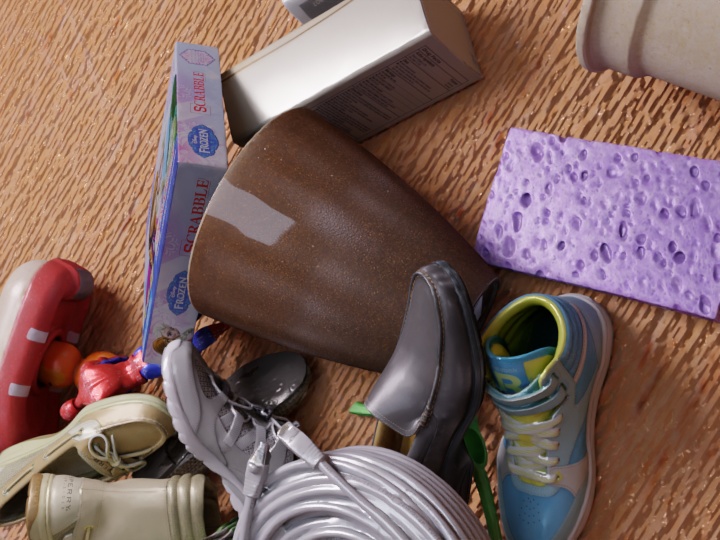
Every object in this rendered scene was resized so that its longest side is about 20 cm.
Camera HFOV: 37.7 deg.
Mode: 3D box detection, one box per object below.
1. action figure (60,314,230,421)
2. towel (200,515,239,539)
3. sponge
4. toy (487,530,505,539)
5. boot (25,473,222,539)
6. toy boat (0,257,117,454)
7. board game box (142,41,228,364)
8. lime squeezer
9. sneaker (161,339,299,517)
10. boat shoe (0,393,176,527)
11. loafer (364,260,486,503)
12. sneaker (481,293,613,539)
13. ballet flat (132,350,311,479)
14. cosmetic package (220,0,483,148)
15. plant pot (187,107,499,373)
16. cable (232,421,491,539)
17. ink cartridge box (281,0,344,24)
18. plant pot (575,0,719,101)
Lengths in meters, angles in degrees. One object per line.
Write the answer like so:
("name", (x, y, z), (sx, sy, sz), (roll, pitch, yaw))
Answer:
("action figure", (-0.180, 0.091, 0.979), (0.199, 0.099, 0.065), (-30, 60, -2))
("towel", (-0.146, 0.273, 0.833), (0.023, 0.200, 0.153), (31, 97, 12))
("sponge", (0.189, -0.038, 0.794), (0.199, 0.030, 0.112), (15, 87, 33))
("toy", (0.034, 0.225, 0.798), (0.199, 0.115, 0.047), (16, 120, 35))
("boot", (-0.199, 0.236, 0.927), (0.155, 0.200, 0.073), (-2, 50, -5))
("toy boat", (-0.287, 0.094, 1.018), (0.130, 0.131, 0.201), (17, 88, 4))
("board game box", (-0.152, -0.059, 0.896), (0.200, 0.041, 0.201), (-103, 25, -52))
("lime squeezer", (0.064, 0.136, 0.814), (0.071, 0.038, 0.200), (-44, 46, -5))
("sneaker", (-0.091, 0.132, 0.867), (0.082, 0.200, 0.075), (-29, 21, 7))
("boat shoe", (-0.245, 0.169, 0.929), (0.200, 0.073, 0.063), (-22, 41, 19))
("loafer", (0.039, 0.090, 0.728), (0.073, 0.072, 0.201), (-136, 42, -60))
("sneaker", (0.117, 0.108, 0.745), (0.079, 0.130, 0.201), (4, 83, 31))
("ballet flat", (-0.118, 0.142, 0.938), (0.200, 0.046, 0.067), (-38, 40, 13))
("cosmetic package", (-0.010, -0.165, 0.902), (0.199, 0.103, 0.073), (-25, 66, 24))
("plant pot", (0.000, 0.000, 0.827), (0.199, 0.187, 0.187), (29, 95, 16))
("cable", (0.000, 0.218, 0.701), (0.199, 0.069, 0.201), (27, 109, 25))
("ink cartridge box", (0.000, -0.338, 0.981), (0.162, 0.057, 0.201), (-24, 47, 25))
("plant pot", (0.275, -0.183, 0.694), (0.183, 0.200, 0.201), (34, 97, 21))
